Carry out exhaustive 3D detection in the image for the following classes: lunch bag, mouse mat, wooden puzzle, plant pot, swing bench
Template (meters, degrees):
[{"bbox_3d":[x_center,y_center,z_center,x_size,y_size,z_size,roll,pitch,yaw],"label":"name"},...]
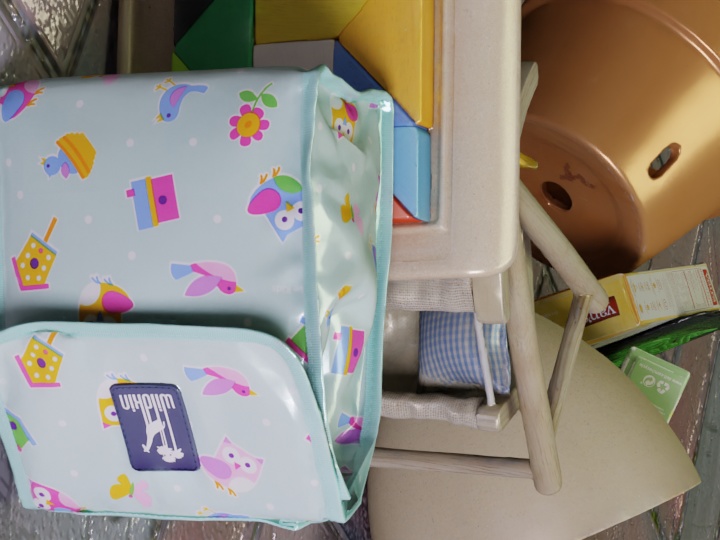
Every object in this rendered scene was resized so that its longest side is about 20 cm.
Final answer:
[{"bbox_3d":[-0.077,0.015,1.335,0.122,0.170,0.201,15,76,-69],"label":"lunch bag"},{"bbox_3d":[0.175,0.058,1.994,0.008,0.161,0.200,69,15,6],"label":"mouse mat"},{"bbox_3d":[-0.024,-0.087,1.407,0.037,0.199,0.186,20,70,-69],"label":"wooden puzzle"},{"bbox_3d":[0.085,0.102,1.770,0.135,0.200,0.200,68,22,3],"label":"plant pot"},{"bbox_3d":[0.000,0.000,1.493,0.200,0.198,0.130,67,33,-48],"label":"swing bench"},{"bbox_3d":[0.160,-0.089,1.930,0.140,0.200,0.200,-48,139,-32],"label":"plant pot"}]

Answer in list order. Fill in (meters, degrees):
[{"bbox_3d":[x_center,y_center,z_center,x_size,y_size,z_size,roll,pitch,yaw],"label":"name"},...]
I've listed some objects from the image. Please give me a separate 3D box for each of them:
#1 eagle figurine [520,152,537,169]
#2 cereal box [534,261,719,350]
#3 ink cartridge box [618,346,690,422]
[{"bbox_3d":[0.026,-0.080,1.660,0.151,0.152,0.200,41,14,-26],"label":"eagle figurine"},{"bbox_3d":[0.138,0.035,1.922,0.200,0.144,0.040,-6,78,-69],"label":"cereal box"},{"bbox_3d":[0.148,0.152,1.942,0.146,0.048,0.200,78,37,-83],"label":"ink cartridge box"}]
